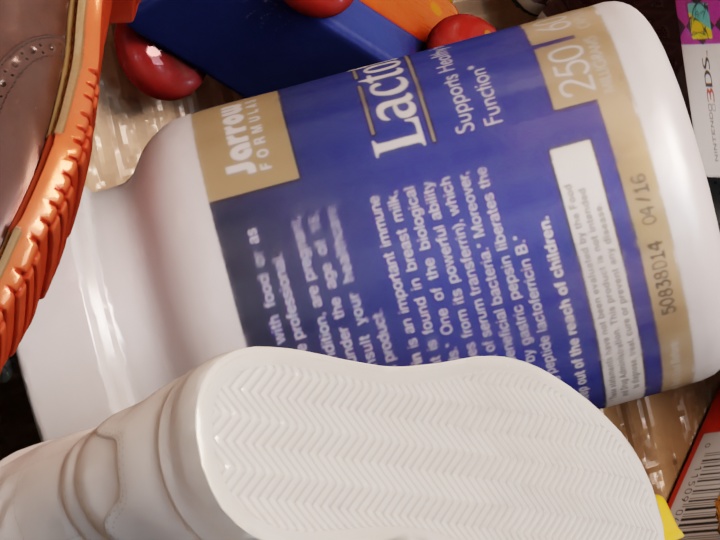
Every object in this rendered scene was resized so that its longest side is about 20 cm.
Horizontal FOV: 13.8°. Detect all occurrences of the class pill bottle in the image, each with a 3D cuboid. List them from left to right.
[{"bbox_3d":[0.000,0.000,0.871,0.199,0.116,0.116,-15,94,-1],"label":"pill bottle"}]

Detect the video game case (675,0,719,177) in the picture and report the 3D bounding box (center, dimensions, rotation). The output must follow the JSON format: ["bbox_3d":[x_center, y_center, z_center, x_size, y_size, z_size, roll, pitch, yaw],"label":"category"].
[{"bbox_3d":[0.182,-0.136,0.935,0.199,0.036,0.182,-15,100,-27],"label":"video game case"}]

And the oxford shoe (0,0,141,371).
[{"bbox_3d":[-0.104,-0.050,0.803,0.072,0.071,0.201,17,65,-5],"label":"oxford shoe"}]

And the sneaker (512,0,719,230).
[{"bbox_3d":[0.116,-0.085,0.961,0.075,0.116,0.200,-12,60,-38],"label":"sneaker"}]

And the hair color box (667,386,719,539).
[{"bbox_3d":[0.193,0.138,1.065,0.200,0.064,0.111,40,63,-26],"label":"hair color box"}]

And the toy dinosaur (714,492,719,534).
[{"bbox_3d":[0.217,0.087,0.965,0.199,0.102,0.136,-7,95,6],"label":"toy dinosaur"}]

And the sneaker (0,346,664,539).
[{"bbox_3d":[-0.013,0.069,0.816,0.200,0.115,0.074,17,60,-45],"label":"sneaker"}]

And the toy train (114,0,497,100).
[{"bbox_3d":[0.015,-0.087,0.969,0.200,0.084,0.116,30,51,-37],"label":"toy train"}]

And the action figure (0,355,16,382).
[{"bbox_3d":[-0.141,0.023,0.836,0.055,0.118,0.201,19,62,-59],"label":"action figure"}]

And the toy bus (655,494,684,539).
[{"bbox_3d":[0.050,0.124,0.940,0.199,0.136,0.193,8,64,-36],"label":"toy bus"}]
